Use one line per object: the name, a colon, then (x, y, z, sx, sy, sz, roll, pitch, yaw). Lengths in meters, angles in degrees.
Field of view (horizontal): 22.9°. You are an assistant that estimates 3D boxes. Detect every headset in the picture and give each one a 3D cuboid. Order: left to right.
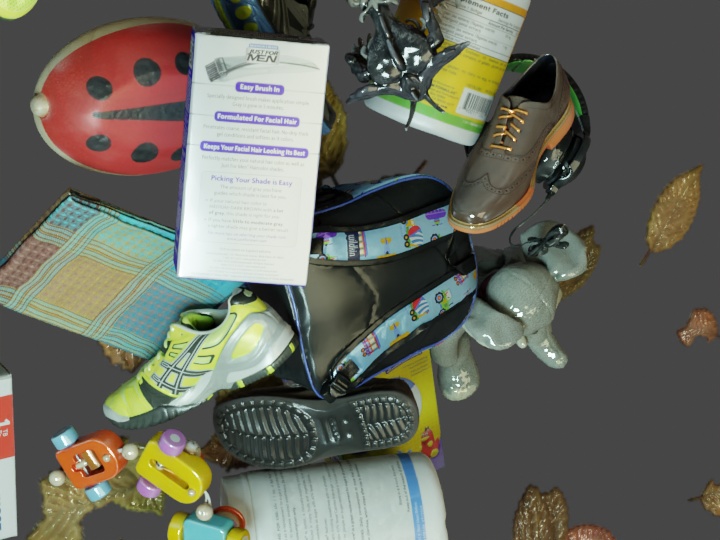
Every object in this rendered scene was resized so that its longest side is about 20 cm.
headset: (0.164, -0.112, 1.675, 0.123, 0.094, 0.200, 4, 75, -20)

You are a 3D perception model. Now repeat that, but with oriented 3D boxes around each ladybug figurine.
ladybug figurine: (-0.176, -0.140, 1.482, 0.200, 0.072, 0.136, -11, 115, -30)

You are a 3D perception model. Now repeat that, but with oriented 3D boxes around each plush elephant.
plush elephant: (0.144, 0.034, 1.718, 0.165, 0.155, 0.200, -39, 126, -15)

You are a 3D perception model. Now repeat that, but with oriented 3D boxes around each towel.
towel: (-0.206, 0.009, 1.514, 0.200, 0.022, 0.147, 22, 127, -38)

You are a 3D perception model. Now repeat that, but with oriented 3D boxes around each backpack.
backpack: (0.000, 0.000, 1.610, 0.200, 0.134, 0.183, -24, 110, -26)

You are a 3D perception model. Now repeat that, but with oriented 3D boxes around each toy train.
toy train: (-0.178, 0.204, 1.575, 0.200, 0.150, 0.056, 56, 34, -9)

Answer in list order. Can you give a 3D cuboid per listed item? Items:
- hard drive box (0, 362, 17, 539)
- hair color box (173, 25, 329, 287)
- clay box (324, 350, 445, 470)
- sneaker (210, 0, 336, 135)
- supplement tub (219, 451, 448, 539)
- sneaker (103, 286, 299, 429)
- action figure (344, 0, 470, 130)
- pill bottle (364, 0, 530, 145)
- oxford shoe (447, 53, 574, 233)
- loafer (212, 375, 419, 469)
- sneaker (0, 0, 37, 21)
hard drive box: (-0.390, 0.158, 1.456, 0.200, 0.077, 0.156, -12, 116, -30)
hair color box: (-0.090, -0.093, 1.445, 0.109, 0.065, 0.200, 4, 103, -10)
clay box: (0.014, 0.122, 1.735, 0.115, 0.048, 0.200, -23, 121, -25)
sneaker: (-0.060, -0.197, 1.537, 0.083, 0.071, 0.200, -46, 133, -22)
supplement tub: (-0.026, 0.244, 1.667, 0.200, 0.132, 0.132, -5, 113, -9)
sneaker: (-0.148, 0.075, 1.554, 0.200, 0.075, 0.076, -27, 104, 23)
action figure: (0.027, -0.216, 1.517, 0.200, 0.119, 0.102, 68, 19, 6)
pill bottle: (0.087, -0.224, 1.604, 0.111, 0.111, 0.200, 15, 100, -37)
oxford shoe: (0.129, -0.115, 1.586, 0.200, 0.071, 0.073, -58, 151, -35)
loafer: (-0.038, 0.137, 1.650, 0.200, 0.071, 0.073, -3, 108, 14)
sneaker: (-0.244, -0.285, 1.366, 0.078, 0.090, 0.200, 11, 104, -38)
